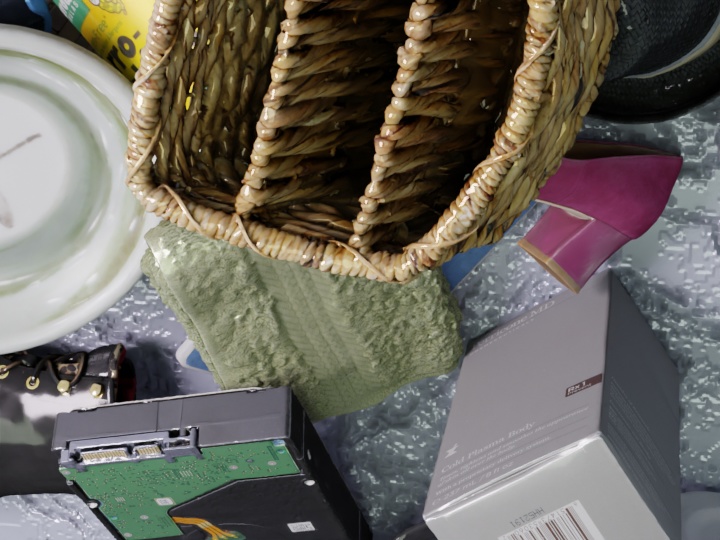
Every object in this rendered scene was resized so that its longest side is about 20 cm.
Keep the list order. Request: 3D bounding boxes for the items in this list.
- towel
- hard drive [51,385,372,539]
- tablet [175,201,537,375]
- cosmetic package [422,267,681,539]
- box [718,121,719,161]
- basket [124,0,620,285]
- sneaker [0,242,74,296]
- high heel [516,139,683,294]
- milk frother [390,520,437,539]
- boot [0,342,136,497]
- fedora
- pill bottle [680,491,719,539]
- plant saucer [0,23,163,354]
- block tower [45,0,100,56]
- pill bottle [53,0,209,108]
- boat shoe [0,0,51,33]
[{"bbox_3d":[-0.023,0.018,0.893,0.148,0.037,0.200,-25,140,-1],"label":"towel"},{"bbox_3d":[-0.080,0.134,0.967,0.139,0.038,0.200,-8,147,12],"label":"hard drive"},{"bbox_3d":[0.000,0.000,0.923,0.130,0.014,0.200,20,123,-40],"label":"tablet"},{"bbox_3d":[0.108,0.090,0.878,0.107,0.200,0.090,-30,108,19],"label":"cosmetic package"},{"bbox_3d":[0.283,-0.121,0.806,0.199,0.097,0.177,5,113,8],"label":"box"},{"bbox_3d":[0.010,-0.095,0.682,0.142,0.149,0.201,34,121,29],"label":"basket"},{"bbox_3d":[-0.205,-0.028,0.924,0.199,0.074,0.082,-29,94,-15],"label":"sneaker"},{"bbox_3d":[0.093,-0.073,0.844,0.096,0.067,0.200,-49,125,-1],"label":"high heel"},{"bbox_3d":[0.072,0.287,0.972,0.180,0.188,0.200,-38,118,11],"label":"milk frother"},{"bbox_3d":[-0.215,0.055,0.994,0.150,0.073,0.201,0,106,5],"label":"boot"},{"bbox_3d":[0.095,-0.154,0.756,0.200,0.092,0.202,14,117,29],"label":"fedora"},{"bbox_3d":[0.196,0.242,0.979,0.111,0.112,0.201,16,117,3],"label":"pill bottle"},{"bbox_3d":[-0.196,-0.047,0.840,0.199,0.050,0.201,-9,130,-10],"label":"plant saucer"},{"bbox_3d":[-0.102,-0.080,0.919,0.200,0.058,0.054,40,115,-7],"label":"block tower"},{"bbox_3d":[-0.094,-0.149,0.841,0.113,0.113,0.200,-39,92,24],"label":"pill bottle"},{"bbox_3d":[-0.243,-0.113,0.889,0.084,0.069,0.200,57,138,3],"label":"boat shoe"}]
